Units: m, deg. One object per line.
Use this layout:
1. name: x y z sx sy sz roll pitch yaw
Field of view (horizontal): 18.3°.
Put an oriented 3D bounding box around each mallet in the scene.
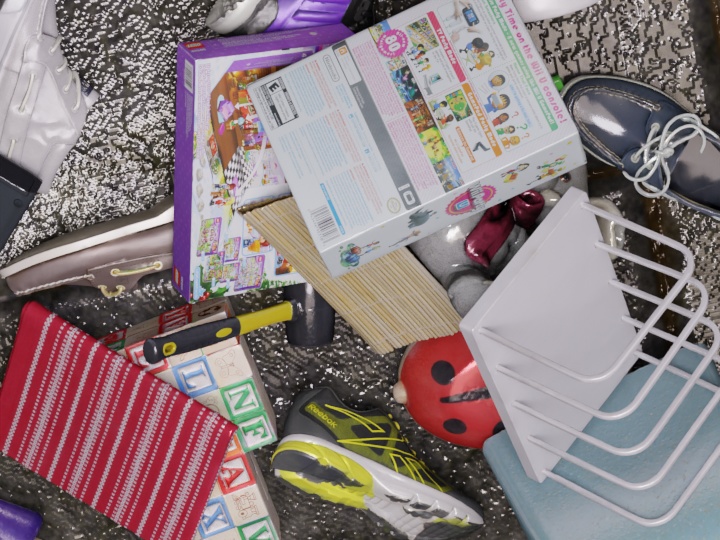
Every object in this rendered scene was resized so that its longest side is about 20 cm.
1. mallet: -0.090 0.051 1.718 0.041 0.200 0.066 9 114 40

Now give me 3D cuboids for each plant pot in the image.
1. plant pot: 0.238 0.218 1.726 0.195 0.200 0.197 -25 128 3

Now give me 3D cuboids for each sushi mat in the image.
1. sushi mat: 0.000 0.000 1.700 0.095 0.012 0.200 -18 135 29

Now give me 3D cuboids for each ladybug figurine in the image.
1. ladybug figurine: 0.124 0.082 1.780 0.199 0.072 0.136 -15 105 1

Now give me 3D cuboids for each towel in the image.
1. towel: -0.197 0.124 1.741 0.200 0.022 0.145 30 123 13

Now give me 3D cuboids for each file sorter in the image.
1. file sorter: 0.184 0.069 1.617 0.139 0.124 0.200 -50 141 -20

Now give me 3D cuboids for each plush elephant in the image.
1. plush elephant: 0.110 -0.053 1.686 0.155 0.200 0.165 -41 75 5

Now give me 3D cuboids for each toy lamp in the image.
1. toy lamp: -0.231 0.252 1.812 0.200 0.058 0.058 36 100 -10

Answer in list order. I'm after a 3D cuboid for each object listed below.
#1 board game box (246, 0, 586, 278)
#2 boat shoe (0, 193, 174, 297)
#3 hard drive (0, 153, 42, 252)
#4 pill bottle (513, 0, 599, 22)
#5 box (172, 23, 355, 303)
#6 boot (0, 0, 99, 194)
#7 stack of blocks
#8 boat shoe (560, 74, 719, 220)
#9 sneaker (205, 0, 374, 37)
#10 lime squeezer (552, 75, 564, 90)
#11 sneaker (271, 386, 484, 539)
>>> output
1. board game box: 0.039 -0.104 1.581 0.199 0.064 0.148 -25 67 3
2. boat shoe: -0.181 -0.013 1.740 0.199 0.072 0.060 -20 102 -4
3. hard drive: -0.352 -0.026 1.716 0.139 0.033 0.200 31 118 -10
4. pill bottle: 0.114 -0.292 1.660 0.114 0.114 0.201 -13 105 0
5. box: -0.072 -0.081 1.683 0.136 0.039 0.201 -9 120 -25
6. boot: -0.243 -0.157 1.705 0.095 0.074 0.200 19 111 -14
7. stack of blocks: -0.125 0.133 1.786 0.115 0.059 0.201 -20 105 2
8. boat shoe: 0.245 -0.089 1.747 0.200 0.062 0.075 32 101 -11
9. sneaker: -0.014 -0.222 1.700 0.200 0.070 0.100 -39 110 11
10. lime squeezer: 0.055 -0.133 1.746 0.199 0.038 0.071 -25 137 3
11. sneaker: 0.023 0.154 1.792 0.200 0.085 0.074 28 144 -29
